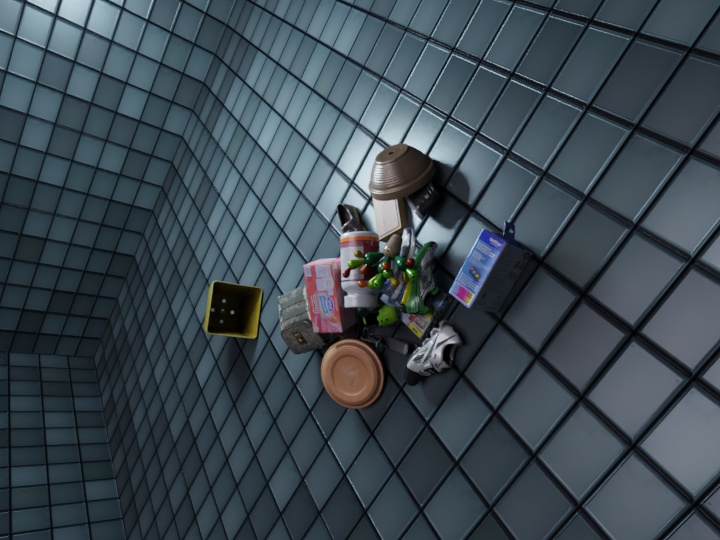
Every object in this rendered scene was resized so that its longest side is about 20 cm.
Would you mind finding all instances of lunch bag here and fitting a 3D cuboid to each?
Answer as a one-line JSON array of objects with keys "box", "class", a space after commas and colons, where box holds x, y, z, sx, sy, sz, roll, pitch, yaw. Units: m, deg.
[{"box": [-0.173, 0.160, 1.620, 0.163, 0.117, 0.202, -24, 69, 42], "class": "lunch bag"}]

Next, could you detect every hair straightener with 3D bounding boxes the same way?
[{"box": [0.066, 0.194, 1.424, 0.199, 0.076, 0.041, 19, 96, 49], "class": "hair straightener"}]

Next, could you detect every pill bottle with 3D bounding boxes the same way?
[{"box": [0.000, 0.000, 1.402, 0.109, 0.109, 0.203, -7, 83, 47], "class": "pill bottle"}]

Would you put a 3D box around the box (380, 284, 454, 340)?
[{"box": [0.150, 0.076, 1.390, 0.200, 0.037, 0.137, 45, 112, 44], "class": "box"}]

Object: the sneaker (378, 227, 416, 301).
[{"box": [0.096, -0.025, 1.365, 0.077, 0.084, 0.202, 112, 173, -77], "class": "sneaker"}]

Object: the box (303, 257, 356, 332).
[{"box": [-0.086, 0.070, 1.471, 0.102, 0.094, 0.202, -4, 101, 28], "class": "box"}]

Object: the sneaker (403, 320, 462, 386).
[{"box": [0.183, 0.230, 1.287, 0.201, 0.074, 0.089, -59, 42, 20], "class": "sneaker"}]

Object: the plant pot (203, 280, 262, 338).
[{"box": [-0.523, 0.159, 2.019, 0.176, 0.198, 0.203, -10, 72, 57], "class": "plant pot"}]

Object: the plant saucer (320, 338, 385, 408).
[{"box": [-0.026, 0.298, 1.466, 0.198, 0.032, 0.203, 2, 94, 23], "class": "plant saucer"}]

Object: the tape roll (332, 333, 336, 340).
[{"box": [-0.128, 0.144, 1.686, 0.202, 0.037, 0.205, -17, 67, 45], "class": "tape roll"}]

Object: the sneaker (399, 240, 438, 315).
[{"box": [0.168, 0.022, 1.318, 0.084, 0.078, 0.202, 14, 82, 15], "class": "sneaker"}]

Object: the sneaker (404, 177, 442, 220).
[{"box": [0.168, -0.231, 1.440, 0.099, 0.071, 0.201, -39, 40, 13], "class": "sneaker"}]

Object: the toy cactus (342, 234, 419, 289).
[{"box": [0.061, -0.028, 1.297, 0.198, 0.103, 0.166, 1, 50, 34], "class": "toy cactus"}]

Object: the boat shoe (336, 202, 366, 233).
[{"box": [-0.030, -0.135, 1.627, 0.072, 0.064, 0.202, -40, 53, 32], "class": "boat shoe"}]

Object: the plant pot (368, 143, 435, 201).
[{"box": [0.103, -0.288, 1.421, 0.199, 0.093, 0.202, -20, 33, 13], "class": "plant pot"}]

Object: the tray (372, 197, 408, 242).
[{"box": [0.085, -0.197, 1.538, 0.098, 0.037, 0.202, -27, 62, 42], "class": "tray"}]

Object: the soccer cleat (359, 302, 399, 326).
[{"box": [0.033, 0.127, 1.446, 0.200, 0.080, 0.068, -7, 100, 64], "class": "soccer cleat"}]

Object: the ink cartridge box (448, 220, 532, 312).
[{"box": [0.306, -0.010, 1.164, 0.076, 0.136, 0.201, 41, 110, 40], "class": "ink cartridge box"}]

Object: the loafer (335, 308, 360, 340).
[{"box": [-0.040, 0.192, 1.533, 0.073, 0.071, 0.202, 130, 141, -66], "class": "loafer"}]
